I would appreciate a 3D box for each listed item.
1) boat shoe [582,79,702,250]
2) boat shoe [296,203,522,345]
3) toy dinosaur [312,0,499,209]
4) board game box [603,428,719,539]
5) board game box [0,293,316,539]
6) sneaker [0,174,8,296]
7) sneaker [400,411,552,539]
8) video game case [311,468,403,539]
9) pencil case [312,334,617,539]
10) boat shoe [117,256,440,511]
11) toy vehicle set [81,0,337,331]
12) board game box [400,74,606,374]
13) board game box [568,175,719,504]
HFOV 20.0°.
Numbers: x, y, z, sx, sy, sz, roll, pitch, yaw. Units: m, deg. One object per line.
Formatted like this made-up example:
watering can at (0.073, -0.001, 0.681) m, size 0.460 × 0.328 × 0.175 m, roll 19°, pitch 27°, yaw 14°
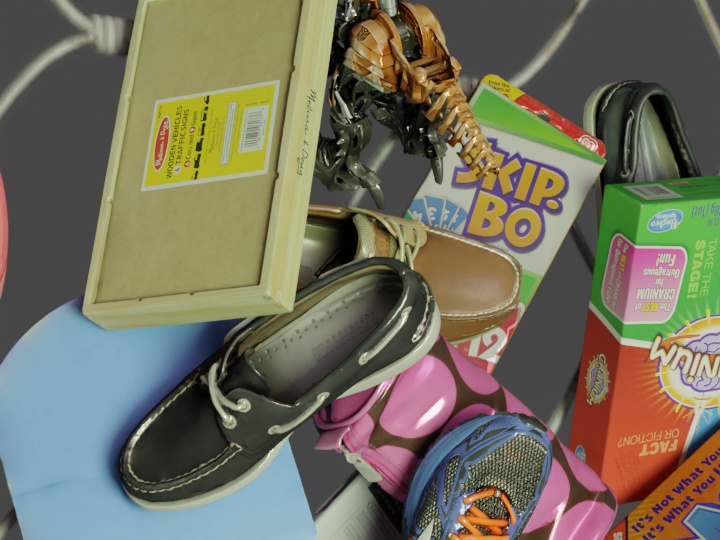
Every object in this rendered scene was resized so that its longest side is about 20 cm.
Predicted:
boat shoe at (0.198, -0.027, 1.319) m, size 0.074 × 0.066 × 0.201 m, roll -7°, pitch 88°, yaw -30°
boat shoe at (0.000, 0.000, 1.187) m, size 0.198 × 0.074 × 0.076 m, roll 5°, pitch 74°, yaw -14°
toy dinosaur at (0.009, -0.115, 1.189) m, size 0.101 × 0.137 × 0.201 m, roll -5°, pitch 44°, yaw -13°
board game box at (0.290, 0.219, 1.232) m, size 0.199 × 0.199 × 0.201 m, roll -38°, pitch 123°, yaw -26°
board game box at (-0.120, 0.109, 1.147) m, size 0.157 × 0.039 × 0.202 m, roll -16°, pitch 79°, yaw -15°
sneaker at (-0.225, 0.019, 1.083) m, size 0.073 × 0.087 × 0.202 m, roll 5°, pitch 82°, yaw -26°
sneaker at (0.050, 0.169, 1.117) m, size 0.075 × 0.078 × 0.201 m, roll 24°, pitch 100°, yaw -24°
video game case at (0.055, 0.198, 1.227) m, size 0.182 × 0.023 × 0.201 m, roll -43°, pitch 103°, yaw -35°
pencil case at (0.060, 0.113, 1.185) m, size 0.200 × 0.090 × 0.094 m, roll 38°, pitch 49°, yaw -24°
boat shoe at (-0.049, 0.059, 1.094) m, size 0.199 × 0.060 × 0.074 m, roll -29°, pitch 65°, yaw 2°
toy vehicle set at (-0.082, -0.069, 1.132) m, size 0.026 × 0.123 × 0.202 m, roll 37°, pitch 55°, yaw -52°
board game box at (0.075, -0.025, 1.266) m, size 0.095 × 0.030 × 0.201 m, roll 31°, pitch 68°, yaw -3°
board game box at (0.212, 0.042, 1.287) m, size 0.152 × 0.040 × 0.202 m, roll -6°, pitch 113°, yaw -28°
